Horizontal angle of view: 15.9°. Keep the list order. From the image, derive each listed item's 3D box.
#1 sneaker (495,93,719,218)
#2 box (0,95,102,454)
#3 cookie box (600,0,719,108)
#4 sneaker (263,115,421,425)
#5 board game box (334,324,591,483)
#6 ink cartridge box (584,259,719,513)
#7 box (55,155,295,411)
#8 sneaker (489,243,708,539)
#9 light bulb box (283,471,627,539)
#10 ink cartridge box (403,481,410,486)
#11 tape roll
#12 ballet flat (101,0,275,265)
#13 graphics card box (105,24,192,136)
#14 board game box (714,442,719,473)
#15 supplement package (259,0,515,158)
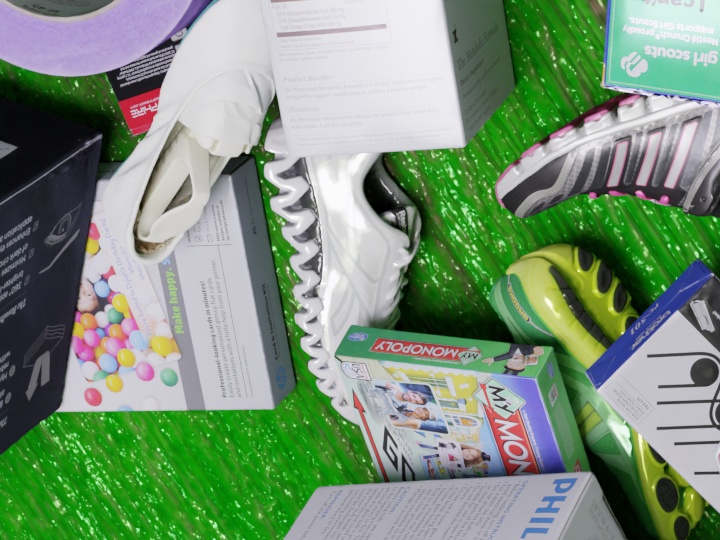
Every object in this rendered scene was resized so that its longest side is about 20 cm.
[{"bbox_3d":[0.170,-0.060,1.451,0.199,0.074,0.088,-24,95,24],"label":"sneaker"},{"bbox_3d":[-0.259,0.018,1.543,0.117,0.197,0.201,19,116,15],"label":"box"},{"bbox_3d":[0.188,-0.206,1.328,0.075,0.171,0.202,10,114,21],"label":"cookie box"},{"bbox_3d":[0.000,0.000,1.551,0.080,0.075,0.201,-8,109,15],"label":"sneaker"},{"bbox_3d":[0.073,0.120,1.542,0.134,0.029,0.201,6,135,30],"label":"board game box"},{"bbox_3d":[0.231,0.098,1.470,0.200,0.044,0.094,44,96,-13],"label":"ink cartridge box"},{"bbox_3d":[-0.150,0.010,1.631,0.199,0.041,0.157,-1,110,24],"label":"box"},{"bbox_3d":[0.145,0.072,1.529,0.083,0.074,0.201,-12,112,53],"label":"sneaker"},{"bbox_3d":[0.069,0.229,1.477,0.199,0.125,0.199,-6,126,37],"label":"light bulb box"},{"bbox_3d":[0.095,0.217,1.577,0.199,0.043,0.197,31,141,6],"label":"ink cartridge box"},{"bbox_3d":[-0.159,-0.217,1.458,0.198,0.085,0.202,8,113,18],"label":"tape roll"},{"bbox_3d":[-0.091,-0.076,1.498,0.069,0.069,0.200,39,129,3],"label":"ballet flat"},{"bbox_3d":[-0.117,-0.194,1.527,0.125,0.051,0.201,-17,105,28],"label":"graphics card box"},{"bbox_3d":[0.322,0.157,1.456,0.199,0.026,0.201,-20,104,0],"label":"board game box"},{"bbox_3d":[0.008,-0.178,1.445,0.109,0.114,0.201,-3,111,21],"label":"supplement package"}]
